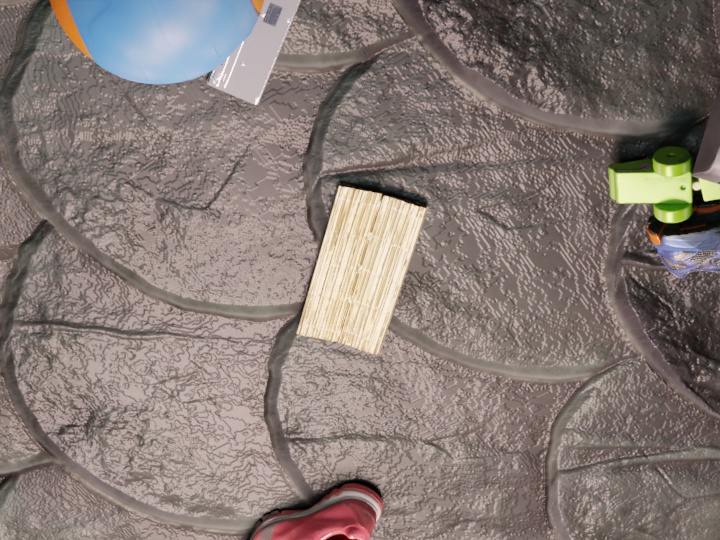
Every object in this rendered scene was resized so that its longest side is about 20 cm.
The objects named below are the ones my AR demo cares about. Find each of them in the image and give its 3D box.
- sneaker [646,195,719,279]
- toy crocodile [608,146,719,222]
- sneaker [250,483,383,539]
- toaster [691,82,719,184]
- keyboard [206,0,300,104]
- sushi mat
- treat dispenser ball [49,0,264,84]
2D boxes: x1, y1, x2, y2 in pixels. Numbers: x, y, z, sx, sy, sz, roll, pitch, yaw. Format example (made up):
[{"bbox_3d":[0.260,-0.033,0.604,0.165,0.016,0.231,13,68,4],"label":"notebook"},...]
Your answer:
[{"bbox_3d":[0.388,-0.034,1.693,0.198,0.076,0.079,-2,133,19],"label":"sneaker"},{"bbox_3d":[0.342,-0.093,1.663,0.198,0.062,0.068,-5,122,16],"label":"toy crocodile"},{"bbox_3d":[-0.065,0.318,1.969,0.199,0.087,0.074,-32,114,25],"label":"sneaker"},{"bbox_3d":[0.418,-0.147,1.544,0.179,0.119,0.202,17,96,2],"label":"toaster"},{"bbox_3d":[-0.092,-0.250,1.642,0.056,0.011,0.201,19,124,-11],"label":"keyboard"},{"bbox_3d":[0.000,0.000,1.792,0.095,0.012,0.201,16,124,-2],"label":"sushi mat"},{"bbox_3d":[-0.181,-0.269,1.524,0.199,0.201,0.202,3,124,5],"label":"treat dispenser ball"}]
